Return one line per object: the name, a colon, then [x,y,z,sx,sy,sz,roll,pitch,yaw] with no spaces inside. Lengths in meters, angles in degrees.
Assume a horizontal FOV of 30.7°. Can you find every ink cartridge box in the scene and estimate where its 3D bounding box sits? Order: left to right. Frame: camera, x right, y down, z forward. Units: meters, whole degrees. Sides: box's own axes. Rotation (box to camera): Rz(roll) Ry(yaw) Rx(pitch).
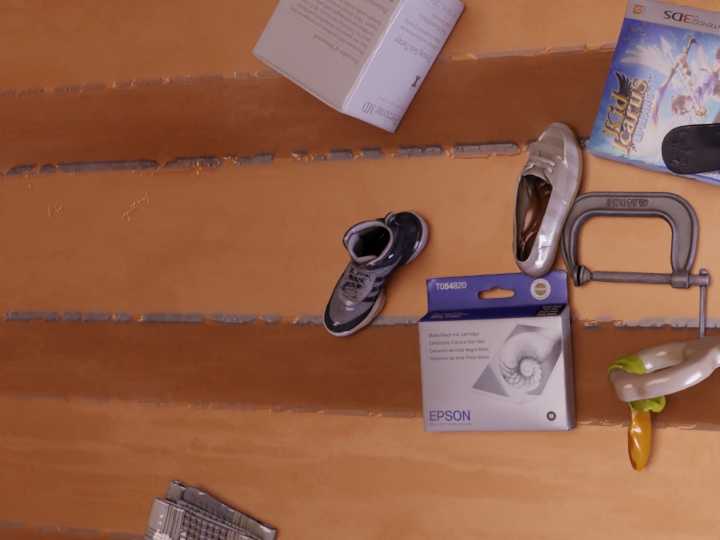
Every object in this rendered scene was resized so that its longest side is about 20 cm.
ink cartridge box: [0.170,0.104,1.664,0.198,0.041,0.202,-5,87,25]

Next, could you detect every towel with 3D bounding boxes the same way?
towel: [-0.227,0.414,1.836,0.192,0.034,0.201,20,93,26]

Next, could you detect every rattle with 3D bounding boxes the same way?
rattle: [0.400,0.144,1.535,0.199,0.130,0.144,-16,83,4]

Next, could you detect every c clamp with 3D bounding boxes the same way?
c clamp: [0.335,-0.015,1.611,0.199,0.027,0.172,8,89,25]

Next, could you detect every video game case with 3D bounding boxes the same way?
video game case: [0.390,-0.218,1.594,0.180,0.045,0.202,17,93,26]

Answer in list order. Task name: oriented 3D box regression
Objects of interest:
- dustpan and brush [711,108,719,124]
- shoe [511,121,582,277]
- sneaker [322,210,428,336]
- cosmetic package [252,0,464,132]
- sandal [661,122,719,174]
dustpan and brush: [0.528,-0.174,1.513,0.199,0.057,0.140,30,94,-6]
shoe: [0.230,-0.093,1.642,0.070,0.053,0.202,7,82,37]
sneaker: [0.000,0.000,1.721,0.075,0.114,0.200,43,103,23]
cosmetic package: [-0.001,-0.317,1.722,0.166,0.167,0.201,34,101,23]
sandal: [0.443,-0.147,1.491,0.199,0.043,0.077,-15,96,22]
